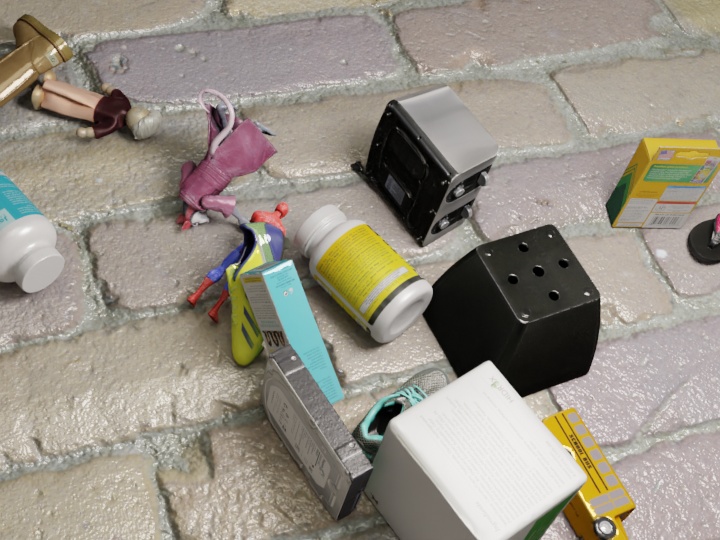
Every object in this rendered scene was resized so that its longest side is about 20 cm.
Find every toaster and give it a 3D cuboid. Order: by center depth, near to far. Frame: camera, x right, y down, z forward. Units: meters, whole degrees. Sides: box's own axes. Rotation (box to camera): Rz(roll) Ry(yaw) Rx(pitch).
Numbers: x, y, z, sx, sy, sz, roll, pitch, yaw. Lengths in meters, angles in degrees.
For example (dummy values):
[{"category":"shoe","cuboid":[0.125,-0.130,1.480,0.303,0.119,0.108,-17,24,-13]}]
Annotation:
[{"category":"toaster","cuboid":[0.102,-0.168,1.698,0.119,0.181,0.200,-24,64,-29]}]

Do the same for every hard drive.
[{"category":"hard drive","cuboid":[-0.062,0.210,1.420,0.038,0.140,0.200,-25,65,-26]}]

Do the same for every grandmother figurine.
[{"category":"grandmother figurine","cuboid":[-0.407,-0.251,1.720,0.200,0.061,0.121,16,62,3]}]

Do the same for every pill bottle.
[{"category":"pill bottle","cuboid":[-0.500,-0.060,1.532,0.200,0.111,0.111,43,58,18]},{"category":"pill bottle","cuboid":[0.000,0.000,1.596,0.112,0.112,0.200,-34,69,-30]}]

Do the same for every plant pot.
[{"category":"plant pot","cuboid":[0.228,0.052,1.570,0.199,0.177,0.200,-16,61,-21]}]

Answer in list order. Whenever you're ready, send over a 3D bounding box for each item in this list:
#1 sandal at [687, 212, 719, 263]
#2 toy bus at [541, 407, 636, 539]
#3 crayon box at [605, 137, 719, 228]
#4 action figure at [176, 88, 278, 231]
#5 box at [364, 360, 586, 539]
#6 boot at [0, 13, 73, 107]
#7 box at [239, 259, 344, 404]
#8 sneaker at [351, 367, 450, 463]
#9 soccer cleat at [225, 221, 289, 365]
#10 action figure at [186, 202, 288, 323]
[{"category":"sandal","cuboid":[0.618,-0.073,1.821,0.200,0.045,0.075,-24,64,-26]},{"category":"toy bus","cuboid":[0.302,0.291,1.488,0.078,0.065,0.200,-16,60,-24]},{"category":"crayon box","cuboid":[0.486,-0.146,1.749,0.126,0.200,0.052,1,55,-12]},{"category":"action figure","cuboid":[-0.212,-0.143,1.630,0.134,0.149,0.200,33,87,22]},{"category":"box","cuboid":[0.137,0.267,1.385,0.171,0.199,0.200,-27,65,-26]},{"category":"boot","cuboid":[-0.566,-0.312,1.717,0.200,0.066,0.175,-41,38,-16]},{"category":"box","cuboid":[-0.092,0.087,1.473,0.049,0.082,0.200,-25,100,-27]},{"category":"sneaker","cuboid":[0.058,0.192,1.487,0.078,0.091,0.200,40,57,15]},{"category":"soccer cleat","cuboid":[-0.158,0.029,1.526,0.084,0.065,0.200,14,87,-35]},{"category":"action figure","cuboid":[-0.167,-0.013,1.609,0.065,0.099,0.200,35,78,9]}]
